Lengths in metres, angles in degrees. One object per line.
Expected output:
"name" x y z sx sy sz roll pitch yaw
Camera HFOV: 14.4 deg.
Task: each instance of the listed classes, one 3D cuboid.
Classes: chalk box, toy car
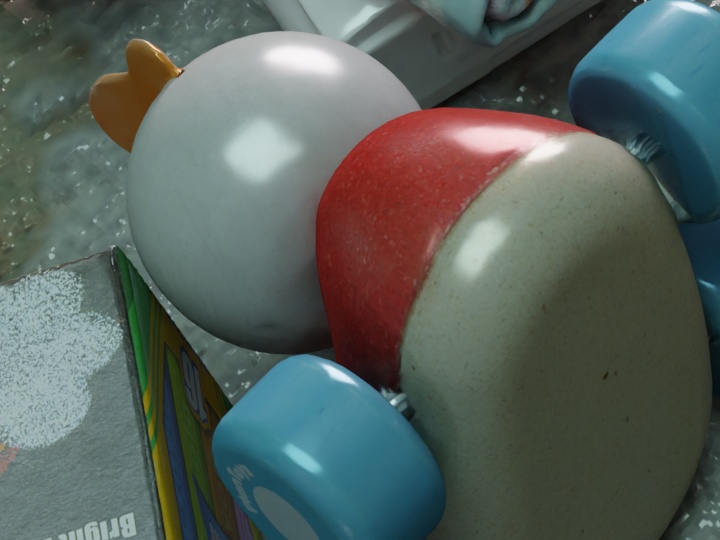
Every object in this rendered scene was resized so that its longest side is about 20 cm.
"chalk box" -0.093 0.119 0.839 0.124 0.124 0.200 -16 59 8
"toy car" 0.000 0.000 0.842 0.200 0.177 0.184 32 66 32

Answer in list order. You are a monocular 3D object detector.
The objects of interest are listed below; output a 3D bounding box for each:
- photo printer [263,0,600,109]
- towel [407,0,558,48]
"photo printer" 0.018 -0.165 0.990 0.166 0.069 0.200 -32 57 -1
"towel" 0.044 -0.182 0.923 0.171 0.048 0.200 35 74 32
